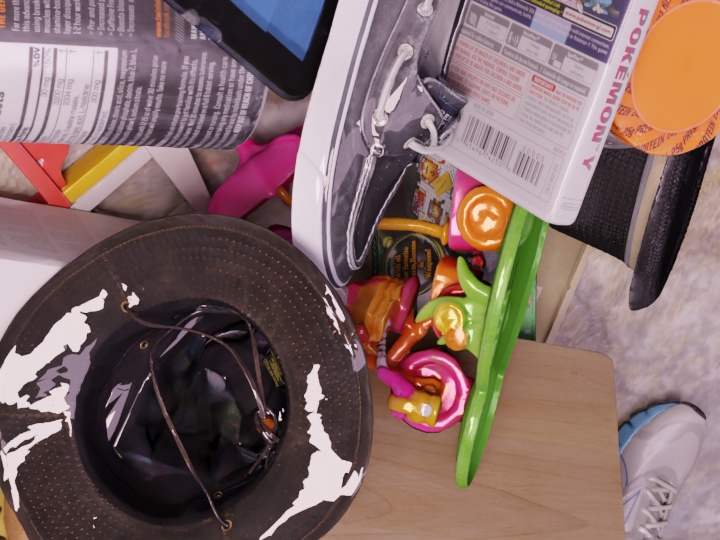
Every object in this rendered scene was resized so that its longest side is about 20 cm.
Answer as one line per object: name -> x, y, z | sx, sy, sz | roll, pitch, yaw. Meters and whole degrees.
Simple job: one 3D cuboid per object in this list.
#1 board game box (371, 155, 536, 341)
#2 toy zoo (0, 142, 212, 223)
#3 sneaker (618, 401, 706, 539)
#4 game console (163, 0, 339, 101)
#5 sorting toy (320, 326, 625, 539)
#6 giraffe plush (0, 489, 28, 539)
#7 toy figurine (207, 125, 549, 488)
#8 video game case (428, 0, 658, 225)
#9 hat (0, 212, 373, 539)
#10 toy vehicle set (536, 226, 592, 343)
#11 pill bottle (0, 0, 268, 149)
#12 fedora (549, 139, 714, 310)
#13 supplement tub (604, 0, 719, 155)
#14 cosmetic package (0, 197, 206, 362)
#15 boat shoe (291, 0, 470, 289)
board game box -> 0.058, -0.009, 0.955 | 0.103, 0.023, 0.203 | -6, 113, -11
toy zoo -> -0.167, -0.035, 0.855 | 0.200, 0.020, 0.132 | -41, 127, -5
sneaker -> 0.201, 0.191, 1.139 | 0.075, 0.087, 0.201 | 27, 99, -35
game console -> -0.026, -0.208, 0.695 | 0.117, 0.171, 0.202 | 21, 69, -11
sorting toy -> 0.050, 0.138, 0.911 | 0.197, 0.201, 0.070 | 10, 148, -13
giraffe plush -> -0.143, 0.133, 0.896 | 0.160, 0.174, 0.201 | 0, 150, -17
toy figurine -> 0.000, 0.000, 0.871 | 0.182, 0.150, 0.203 | 15, 98, 12
video game case -> 0.067, -0.146, 0.783 | 0.023, 0.200, 0.184 | 5, 111, -41
hat -> -0.084, 0.068, 0.783 | 0.198, 0.081, 0.204 | 0, 91, 10
toy vehicle set -> 0.075, 0.026, 1.018 | 0.123, 0.027, 0.202 | 11, 109, -33
pill bottle -> -0.149, -0.115, 0.753 | 0.197, 0.106, 0.107 | 1, 115, -23
fedora -> 0.165, -0.082, 0.950 | 0.200, 0.091, 0.203 | 18, 90, -75
supplement tub -> 0.119, -0.144, 0.843 | 0.121, 0.200, 0.124 | -13, 120, -23
cosmetic package -> -0.181, 0.001, 0.801 | 0.198, 0.083, 0.051 | 10, 110, -32
boat shoe -> 0.018, -0.084, 0.765 | 0.072, 0.067, 0.203 | 9, 96, -73
